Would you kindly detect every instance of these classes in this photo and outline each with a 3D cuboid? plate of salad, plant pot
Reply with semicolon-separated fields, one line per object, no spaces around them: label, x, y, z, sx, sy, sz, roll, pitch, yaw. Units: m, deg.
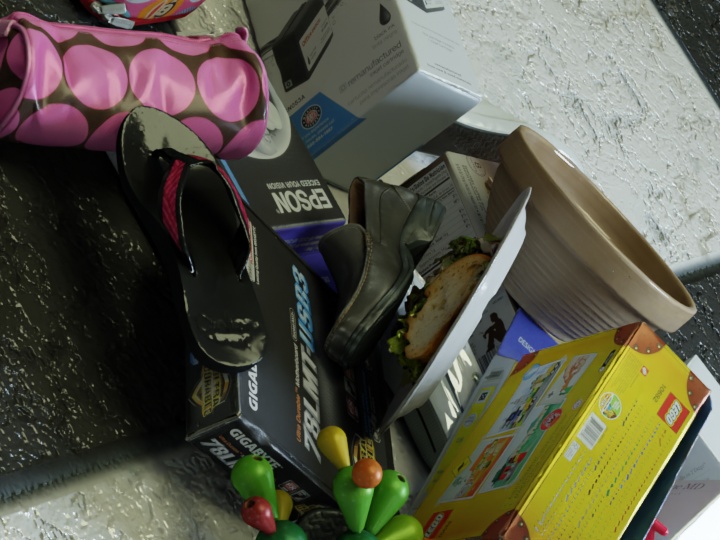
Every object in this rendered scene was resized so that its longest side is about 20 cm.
plate of salad;0.057;0.023;1.489;0.048;0.200;0.200;30;31;0
plant pot;0.160;-0.011;1.673;0.201;0.093;0.201;45;12;-12

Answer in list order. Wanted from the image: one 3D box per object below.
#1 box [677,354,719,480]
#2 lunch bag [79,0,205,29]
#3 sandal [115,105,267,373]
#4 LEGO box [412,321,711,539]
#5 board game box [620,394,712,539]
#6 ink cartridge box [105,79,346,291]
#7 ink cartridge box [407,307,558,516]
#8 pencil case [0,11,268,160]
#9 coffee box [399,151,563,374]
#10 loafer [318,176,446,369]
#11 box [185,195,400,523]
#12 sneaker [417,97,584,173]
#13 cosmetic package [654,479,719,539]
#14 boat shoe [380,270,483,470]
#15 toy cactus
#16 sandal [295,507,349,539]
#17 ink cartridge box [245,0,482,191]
box;0.278;0.193;1.784;0.200;0.124;0.097;54;29;-1
lunch bag;-0.194;-0.284;1.648;0.200;0.082;0.176;57;30;5
sandal;-0.101;-0.028;1.386;0.075;0.045;0.200;-3;58;-33
LEGO box;0.129;0.141;1.486;0.077;0.149;0.200;45;61;-14
board game box;0.192;0.168;1.519;0.039;0.158;0.200;38;63;-13
ink cartridge box;-0.094;-0.058;1.595;0.198;0.043;0.200;-11;70;-58
ink cartridge box;0.151;0.163;1.616;0.198;0.047;0.200;42;64;-22
pencil case;-0.164;-0.127;1.467;0.200;0.094;0.091;1;12;-35
coffee box;0.112;0.010;1.782;0.113;0.080;0.200;9;52;-50
loafer;0.000;0.000;1.536;0.072;0.073;0.200;29;31;-2
box;-0.047;0.078;1.472;0.199;0.050;0.200;47;27;-41
sneaker;0.113;-0.127;1.915;0.200;0.073;0.085;24;34;-23
cosmetic package;0.190;0.233;1.548;0.200;0.101;0.071;-36;106;-34
boat shoe;0.049;0.056;1.642;0.067;0.074;0.200;-17;84;-31
toy cactus;-0.006;0.200;1.347;0.200;0.102;0.165;36;72;-17
sandal;0.022;0.231;1.443;0.200;0.075;0.048;42;-5;-19
ink cartridge box;-0.003;-0.189;1.759;0.084;0.145;0.200;19;44;-44
